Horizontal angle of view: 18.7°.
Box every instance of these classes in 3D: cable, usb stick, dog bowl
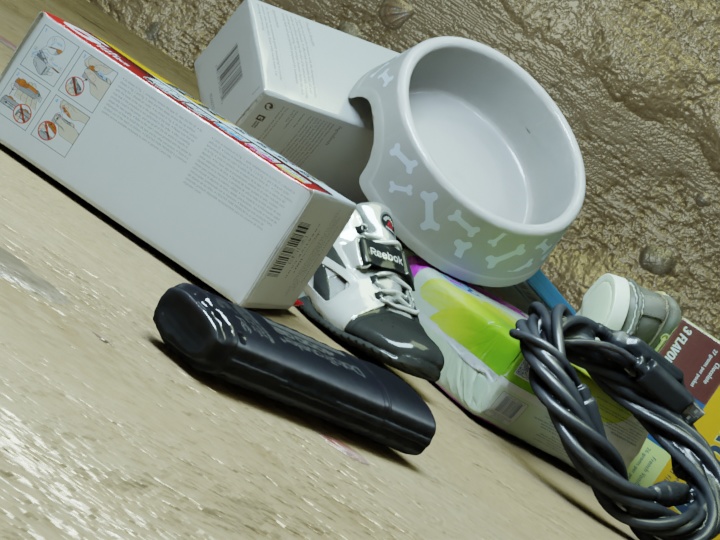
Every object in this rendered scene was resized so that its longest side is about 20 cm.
[{"bbox_3d":[0.167,0.102,1.447,0.200,0.051,0.163,37,35,-30],"label":"cable"},{"bbox_3d":[-0.028,0.051,1.064,0.055,0.033,0.200,45,10,35],"label":"usb stick"},{"bbox_3d":[0.084,-0.088,1.635,0.200,0.059,0.200,23,47,-27],"label":"dog bowl"}]

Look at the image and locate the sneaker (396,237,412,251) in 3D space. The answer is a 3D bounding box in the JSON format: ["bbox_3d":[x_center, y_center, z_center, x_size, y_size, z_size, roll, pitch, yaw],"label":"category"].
[{"bbox_3d":[-0.009,-0.011,1.695,0.200,0.076,0.116,19,16,-28],"label":"sneaker"}]

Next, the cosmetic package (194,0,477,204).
[{"bbox_3d":[-0.018,-0.120,1.682,0.200,0.085,0.108,19,41,-31],"label":"cosmetic package"}]

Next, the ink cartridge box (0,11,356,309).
[{"bbox_3d":[-0.112,-0.063,1.346,0.200,0.084,0.176,34,4,10],"label":"ink cartridge box"}]

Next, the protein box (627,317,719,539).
[{"bbox_3d":[0.303,0.153,1.667,0.200,0.135,0.199,34,4,16],"label":"protein box"}]

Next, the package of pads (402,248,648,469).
[{"bbox_3d":[0.104,0.069,1.588,0.154,0.068,0.200,29,7,-35],"label":"package of pads"}]

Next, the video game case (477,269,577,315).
[{"bbox_3d":[0.092,0.016,1.837,0.200,0.018,0.143,14,-20,37],"label":"video game case"}]

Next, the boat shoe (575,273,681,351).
[{"bbox_3d":[0.182,0.065,1.692,0.060,0.072,0.202,13,-27,-13],"label":"boat shoe"}]

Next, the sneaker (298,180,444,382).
[{"bbox_3d":[0.000,0.000,1.467,0.074,0.089,0.200,31,6,-47],"label":"sneaker"}]
